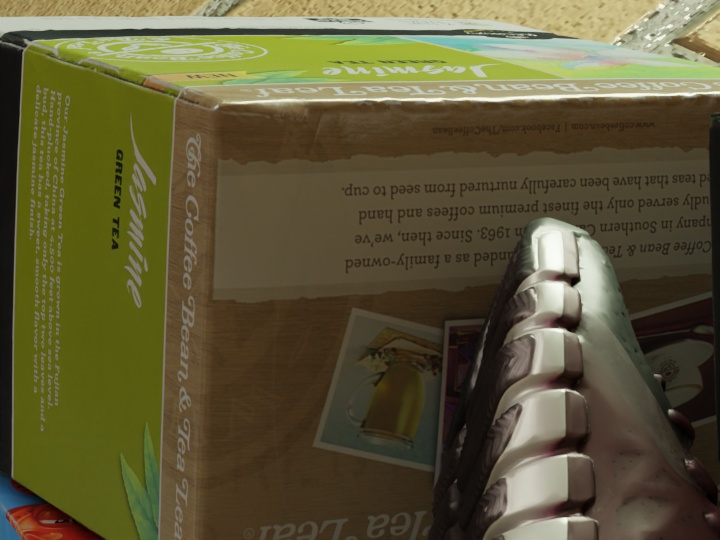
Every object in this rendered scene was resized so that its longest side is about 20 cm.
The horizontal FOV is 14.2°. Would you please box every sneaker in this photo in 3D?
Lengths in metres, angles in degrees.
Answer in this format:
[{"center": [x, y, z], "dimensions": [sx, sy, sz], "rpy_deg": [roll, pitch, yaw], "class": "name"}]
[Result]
[{"center": [0.078, 0.079, 0.690], "dimensions": [0.076, 0.115, 0.201], "rpy_deg": [111, 169, -46], "class": "sneaker"}]

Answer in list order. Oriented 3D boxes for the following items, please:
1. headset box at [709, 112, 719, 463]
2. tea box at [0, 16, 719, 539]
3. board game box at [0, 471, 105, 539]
[{"center": [0.214, 0.003, 0.700], "dimensions": [0.199, 0.094, 0.174], "rpy_deg": [-4, 4, -26], "class": "headset box"}, {"center": [0.000, 0.000, 0.852], "dimensions": [0.199, 0.135, 0.196], "rpy_deg": [-3, 13, -30], "class": "tea box"}, {"center": [0.002, 0.102, 0.837], "dimensions": [0.199, 0.056, 0.196], "rpy_deg": [-3, 12, -19], "class": "board game box"}]
